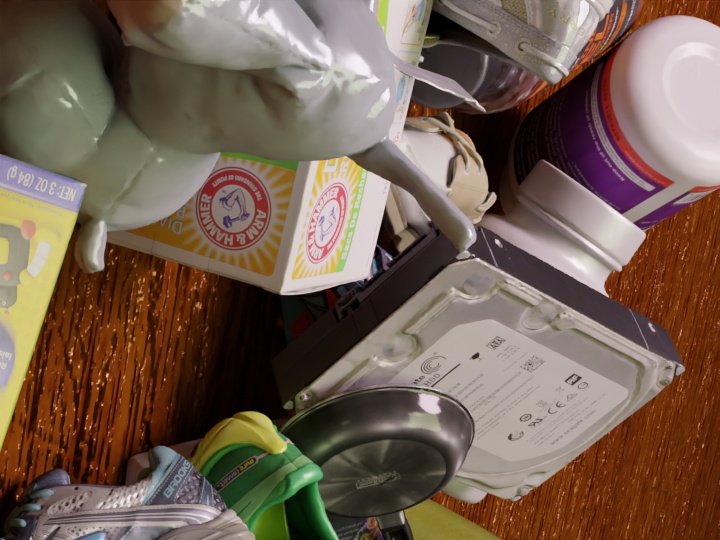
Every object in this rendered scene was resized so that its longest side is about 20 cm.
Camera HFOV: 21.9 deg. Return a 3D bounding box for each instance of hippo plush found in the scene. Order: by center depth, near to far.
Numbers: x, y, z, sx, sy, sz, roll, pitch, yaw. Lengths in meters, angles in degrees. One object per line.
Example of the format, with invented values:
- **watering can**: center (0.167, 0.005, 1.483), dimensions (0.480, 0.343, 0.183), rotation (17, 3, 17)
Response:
- **hippo plush**: center (-0.072, -0.094, 0.760), dimensions (0.200, 0.161, 0.159), rotation (39, 41, -35)

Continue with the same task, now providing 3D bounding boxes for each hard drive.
- **hard drive**: center (0.068, 0.054, 1.020), dimensions (0.140, 0.038, 0.200), rotation (-41, 135, 23)

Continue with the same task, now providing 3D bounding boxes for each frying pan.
- **frying pan**: center (-0.001, 0.125, 1.030), dimensions (0.190, 0.115, 0.031), rotation (109, -24, -47)

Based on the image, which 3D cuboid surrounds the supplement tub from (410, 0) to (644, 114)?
- **supplement tub**: center (0.087, -0.155, 1.100), dimensions (0.200, 0.107, 0.107), rotation (-34, 135, -52)

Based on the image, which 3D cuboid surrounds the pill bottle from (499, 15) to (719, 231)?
- **pill bottle**: center (0.172, -0.081, 1.225), dimensions (0.112, 0.112, 0.200), rotation (-58, -169, -29)

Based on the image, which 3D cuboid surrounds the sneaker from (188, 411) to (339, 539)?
- **sneaker**: center (-0.051, 0.173, 0.977), dimensions (0.074, 0.084, 0.200), rotation (-26, 127, -37)

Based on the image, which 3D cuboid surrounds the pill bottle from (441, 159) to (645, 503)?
- **pill bottle**: center (0.086, 0.035, 1.153), dimensions (0.200, 0.111, 0.111), rotation (-54, 155, 4)

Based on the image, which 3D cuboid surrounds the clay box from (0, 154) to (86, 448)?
- **clay box**: center (-0.187, 0.044, 0.676), dimensions (0.115, 0.048, 0.200), rotation (18, 88, -31)

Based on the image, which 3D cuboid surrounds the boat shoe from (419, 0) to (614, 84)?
- **boat shoe**: center (0.041, -0.132, 0.924), dimensions (0.074, 0.202, 0.065), rotation (33, 79, -40)

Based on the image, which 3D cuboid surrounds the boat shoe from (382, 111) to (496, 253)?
- **boat shoe**: center (0.032, -0.058, 1.049), dimensions (0.068, 0.075, 0.200), rotation (-32, 167, 2)

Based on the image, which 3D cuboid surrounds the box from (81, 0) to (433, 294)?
- **box**: center (-0.041, -0.099, 0.862), dimensions (0.101, 0.112, 0.200), rotation (-10, 116, -67)

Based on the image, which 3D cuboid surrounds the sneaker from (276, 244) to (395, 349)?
- **sneaker**: center (0.000, 0.000, 1.032), dimensions (0.079, 0.095, 0.200), rotation (-61, 153, -25)

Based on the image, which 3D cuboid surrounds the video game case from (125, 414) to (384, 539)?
- **video game case**: center (-0.058, 0.170, 1.051), dimensions (0.200, 0.023, 0.182), rotation (-10, 116, -44)

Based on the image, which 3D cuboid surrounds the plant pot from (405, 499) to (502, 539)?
- **plant pot**: center (0.098, 0.276, 1.287), dimensions (0.187, 0.200, 0.187), rotation (-44, 143, -47)

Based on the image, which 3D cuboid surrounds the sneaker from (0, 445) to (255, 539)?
- **sneaker**: center (-0.148, 0.145, 0.866), dimensions (0.200, 0.086, 0.078), rotation (-20, 158, -37)
